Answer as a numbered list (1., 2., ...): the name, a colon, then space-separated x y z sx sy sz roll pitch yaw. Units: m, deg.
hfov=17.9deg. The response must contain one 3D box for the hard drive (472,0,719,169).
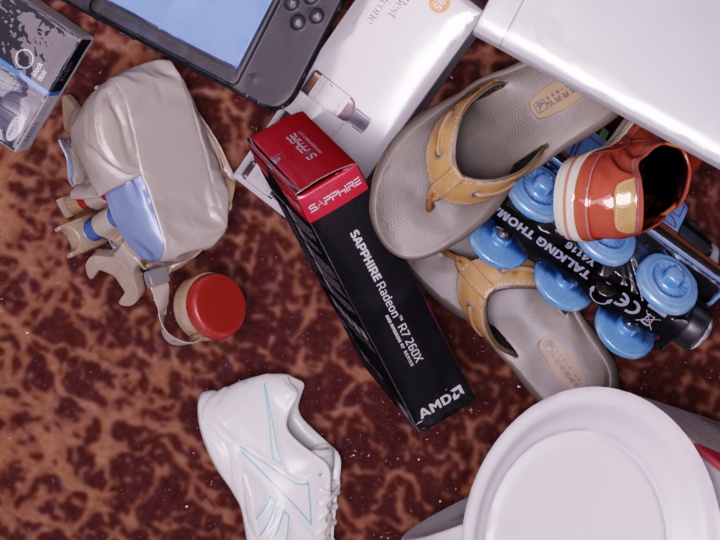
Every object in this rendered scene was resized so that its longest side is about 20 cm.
1. hard drive: 0.184 -0.152 1.357 0.199 0.027 0.133 29 89 4

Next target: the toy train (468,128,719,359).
1. toy train: 0.161 -0.029 1.546 0.199 0.115 0.087 35 138 -3

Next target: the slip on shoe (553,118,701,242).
1. slip on shoe: 0.186 -0.061 1.459 0.061 0.200 0.075 5 107 27

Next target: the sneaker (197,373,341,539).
1. sneaker: -0.046 0.169 1.632 0.080 0.070 0.202 -22 92 9

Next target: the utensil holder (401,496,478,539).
1. utensil holder: 0.137 0.244 1.558 0.169 0.170 0.202 -22 90 12

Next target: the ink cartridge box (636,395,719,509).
1. ink cartridge box: 0.267 0.168 1.487 0.199 0.148 0.086 20 102 -36

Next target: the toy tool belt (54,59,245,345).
1. toy tool belt: -0.153 -0.040 1.618 0.123 0.124 0.202 -16 93 54

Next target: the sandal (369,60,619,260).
1. sandal: 0.082 -0.075 1.408 0.199 0.055 0.082 -31 97 24

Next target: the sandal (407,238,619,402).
1. sandal: 0.103 0.027 1.587 0.082 0.055 0.201 -38 89 12

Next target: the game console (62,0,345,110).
1. game console: -0.106 -0.228 1.538 0.199 0.119 0.173 28 92 9

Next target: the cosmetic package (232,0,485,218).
1. cosmetic package: 0.002 -0.123 1.599 0.082 0.051 0.201 36 102 4

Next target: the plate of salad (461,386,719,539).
1. plate of salad: 0.146 0.174 1.425 0.199 0.048 0.202 -10 75 40

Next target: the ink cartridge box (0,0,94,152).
1. ink cartridge box: -0.301 -0.182 1.654 0.199 0.039 0.100 34 102 6

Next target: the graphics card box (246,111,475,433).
1. graphics card box: 0.000 0.000 1.538 0.051 0.125 0.201 -30 116 -7
